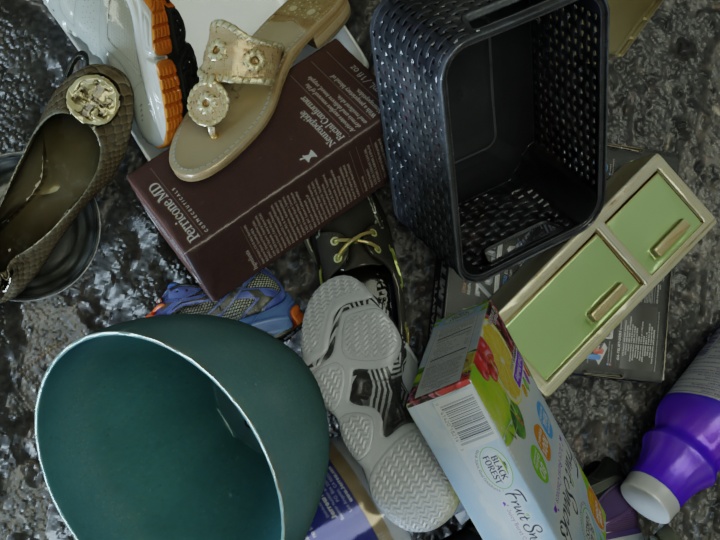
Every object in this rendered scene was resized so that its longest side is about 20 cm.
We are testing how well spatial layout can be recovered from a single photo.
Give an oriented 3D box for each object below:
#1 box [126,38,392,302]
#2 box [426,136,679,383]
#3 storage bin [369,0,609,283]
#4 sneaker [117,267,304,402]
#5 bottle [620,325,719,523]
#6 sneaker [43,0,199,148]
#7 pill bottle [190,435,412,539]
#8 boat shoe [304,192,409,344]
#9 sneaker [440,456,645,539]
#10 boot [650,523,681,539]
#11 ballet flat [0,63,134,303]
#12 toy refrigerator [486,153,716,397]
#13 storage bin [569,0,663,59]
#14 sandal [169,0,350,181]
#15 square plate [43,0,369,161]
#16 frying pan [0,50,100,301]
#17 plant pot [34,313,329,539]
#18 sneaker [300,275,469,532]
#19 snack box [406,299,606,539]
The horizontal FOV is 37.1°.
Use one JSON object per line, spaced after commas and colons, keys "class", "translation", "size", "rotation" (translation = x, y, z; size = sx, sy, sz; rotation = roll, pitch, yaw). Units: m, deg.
{"class": "box", "translation": [-0.064, -0.079, 0.820], "size": [0.200, 0.075, 0.100], "rotation": [-37, 57, -9]}
{"class": "box", "translation": [0.164, -0.013, 0.905], "size": [0.198, 0.050, 0.201], "rotation": [6, 85, -10]}
{"class": "storage bin", "translation": [0.095, -0.109, 0.769], "size": [0.135, 0.094, 0.200], "rotation": [-26, 133, -18]}
{"class": "sneaker", "translation": [-0.145, 0.052, 0.833], "size": [0.200, 0.075, 0.079], "rotation": [-23, 80, -19]}
{"class": "bottle", "translation": [0.291, 0.121, 0.890], "size": [0.200, 0.083, 0.065], "rotation": [-45, 110, -22]}
{"class": "sneaker", "translation": [-0.188, -0.188, 0.815], "size": [0.092, 0.076, 0.201], "rotation": [-12, 99, 16]}
{"class": "pill bottle", "translation": [-0.068, 0.222, 0.805], "size": [0.200, 0.116, 0.116], "rotation": [-30, 92, -11]}
{"class": "boat shoe", "translation": [0.000, 0.000, 0.863], "size": [0.072, 0.061, 0.202], "rotation": [-12, 89, -13]}
{"class": "sneaker", "translation": [0.131, 0.201, 0.879], "size": [0.199, 0.076, 0.088], "rotation": [-6, 78, -19]}
{"class": "boot", "translation": [0.191, 0.297, 0.869], "size": [0.200, 0.073, 0.182], "rotation": [-38, 131, 2]}
{"class": "ballet flat", "translation": [-0.229, -0.061, 0.780], "size": [0.067, 0.046, 0.200], "rotation": [34, 95, -2]}
{"class": "toy refrigerator", "translation": [0.181, 0.004, 0.849], "size": [0.200, 0.070, 0.076], "rotation": [-43, 95, -11]}
{"class": "storage bin", "translation": [0.137, -0.246, 0.845], "size": [0.199, 0.199, 0.094], "rotation": [-3, 69, -12]}
{"class": "sandal", "translation": [-0.087, -0.164, 0.798], "size": [0.212, 0.077, 0.070], "rotation": [-53, 139, -27]}
{"class": "square plate", "translation": [-0.126, -0.197, 0.869], "size": [0.198, 0.028, 0.200], "rotation": [-33, 93, -11]}
{"class": "frying pan", "translation": [-0.261, -0.071, 0.828], "size": [0.115, 0.031, 0.191], "rotation": [-4, 87, -10]}
{"class": "plant pot", "translation": [-0.098, 0.112, 0.726], "size": [0.135, 0.200, 0.200], "rotation": [-31, 93, -55]}
{"class": "sneaker", "translation": [0.026, 0.102, 0.797], "size": [0.075, 0.115, 0.200], "rotation": [-31, 65, 11]}
{"class": "snack box", "translation": [0.109, 0.136, 0.753], "size": [0.053, 0.142, 0.200], "rotation": [-25, 102, 20]}
